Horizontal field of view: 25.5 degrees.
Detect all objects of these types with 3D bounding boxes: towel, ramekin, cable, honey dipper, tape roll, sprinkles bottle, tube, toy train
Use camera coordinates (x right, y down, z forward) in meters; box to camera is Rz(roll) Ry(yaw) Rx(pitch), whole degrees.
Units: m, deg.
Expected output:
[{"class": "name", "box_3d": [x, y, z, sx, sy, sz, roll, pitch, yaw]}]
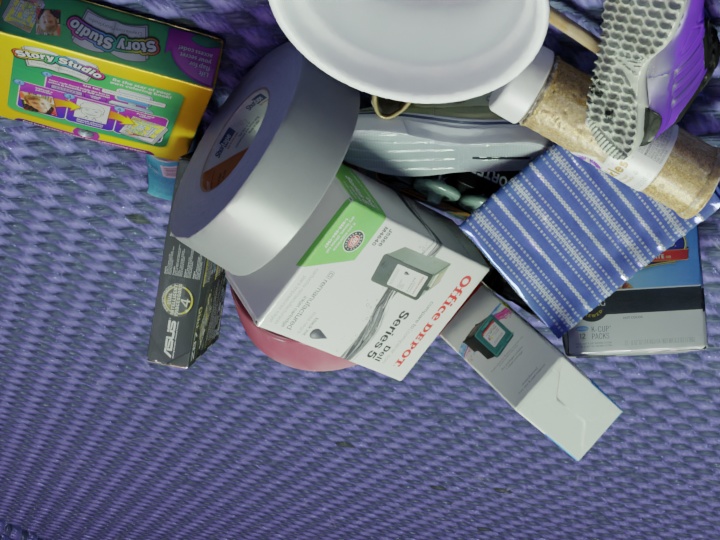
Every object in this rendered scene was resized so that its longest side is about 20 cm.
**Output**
[{"class": "towel", "box_3d": [0.207, -0.051, 1.404, 0.145, 0.200, 0.024, 47, -169, -15]}, {"class": "ramekin", "box_3d": [0.040, -0.221, 1.124, 0.198, 0.098, 0.201, 8, 145, 6]}, {"class": "cable", "box_3d": [0.172, 0.017, 1.588, 0.097, 0.051, 0.200, 39, -175, 38]}, {"class": "honey dipper", "box_3d": [0.167, -0.196, 1.272, 0.199, 0.038, 0.038, 28, 153, -33]}, {"class": "tape roll", "box_3d": [-0.085, -0.098, 1.397, 0.066, 0.202, 0.200, 32, 152, -22]}, {"class": "sprinkles bottle", "box_3d": [0.208, -0.119, 1.340, 0.199, 0.069, 0.068, 28, 157, -6]}, {"class": "tube", "box_3d": [-0.193, -0.103, 1.667, 0.077, 0.051, 0.200, 19, 164, 3]}, {"class": "toy train", "box_3d": [0.102, -0.087, 1.526, 0.199, 0.086, 0.114, 20, 170, -30]}]

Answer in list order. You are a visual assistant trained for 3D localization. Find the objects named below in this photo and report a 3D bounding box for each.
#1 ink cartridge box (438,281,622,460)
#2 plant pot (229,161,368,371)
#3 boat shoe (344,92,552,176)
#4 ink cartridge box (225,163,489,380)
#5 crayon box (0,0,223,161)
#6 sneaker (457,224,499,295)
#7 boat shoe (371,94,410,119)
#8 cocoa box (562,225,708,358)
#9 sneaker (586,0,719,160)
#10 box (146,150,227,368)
[{"class": "ink cartridge box", "box_3d": [0.146, 0.082, 1.520, 0.116, 0.067, 0.200, 40, -177, -39]}, {"class": "plant pot", "box_3d": [-0.044, -0.031, 1.602, 0.198, 0.201, 0.180, 5, 142, 13]}, {"class": "boat shoe", "box_3d": [0.071, -0.126, 1.420, 0.198, 0.063, 0.072, 2, 151, -4]}, {"class": "ink cartridge box", "box_3d": [0.000, 0.000, 1.460, 0.199, 0.084, 0.146, 23, 111, -43]}, {"class": "crayon box", "box_3d": [-0.240, -0.180, 1.469, 0.198, 0.059, 0.173, 14, 158, -11]}, {"class": "sneaker", "box_3d": [0.126, -0.032, 1.646, 0.077, 0.089, 0.199, 26, -179, 38]}, {"class": "boat shoe", "box_3d": [0.050, -0.190, 1.299, 0.073, 0.063, 0.200, 13, 158, -5]}, {"class": "cocoa box", "box_3d": [0.258, 0.015, 1.541, 0.132, 0.133, 0.200, -3, 176, 7]}, {"class": "sneaker", "box_3d": [0.240, -0.182, 1.235, 0.099, 0.070, 0.201, -23, 147, -26]}, {"class": "box", "box_3d": [-0.159, -0.017, 1.579, 0.049, 0.202, 0.161, 10, -170, 2]}]
